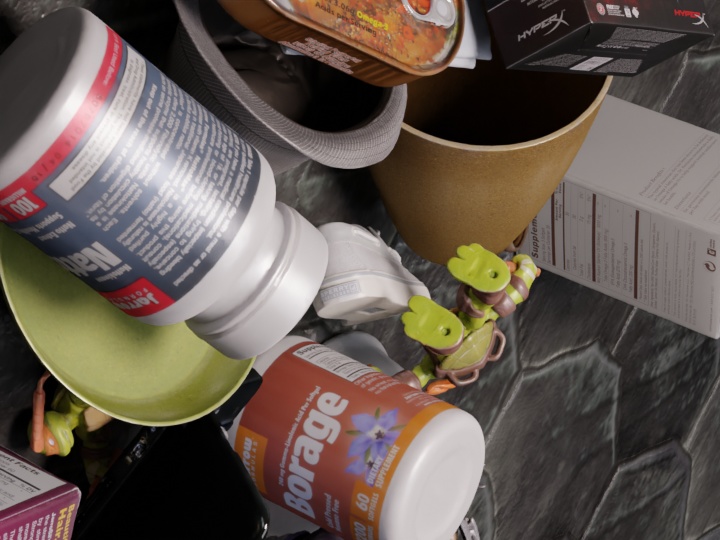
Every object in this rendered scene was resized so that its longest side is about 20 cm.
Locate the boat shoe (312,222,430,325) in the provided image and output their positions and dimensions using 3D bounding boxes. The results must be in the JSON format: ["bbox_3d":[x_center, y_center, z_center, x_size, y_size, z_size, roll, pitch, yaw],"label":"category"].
[{"bbox_3d":[0.000,0.000,1.542,0.200,0.072,0.069,9,67,-71],"label":"boat shoe"}]

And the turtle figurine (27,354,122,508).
[{"bbox_3d":[-0.151,0.074,1.337,0.161,0.064,0.200,-36,154,-21],"label":"turtle figurine"}]

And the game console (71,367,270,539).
[{"bbox_3d":[-0.119,0.175,1.326,0.200,0.116,0.176,-50,167,16],"label":"game console"}]

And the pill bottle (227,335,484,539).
[{"bbox_3d":[-0.025,0.113,1.440,0.112,0.199,0.113,-38,140,-41],"label":"pill bottle"}]

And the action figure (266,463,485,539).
[{"bbox_3d":[0.005,0.189,1.539,0.199,0.069,0.131,-30,101,-8],"label":"action figure"}]

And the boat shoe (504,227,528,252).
[{"bbox_3d":[0.132,-0.111,1.676,0.075,0.075,0.204,-7,116,-58],"label":"boat shoe"}]

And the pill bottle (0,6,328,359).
[{"bbox_3d":[-0.117,-0.040,1.171,0.200,0.119,0.120,39,74,-28],"label":"pill bottle"}]

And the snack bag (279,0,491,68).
[{"bbox_3d":[-0.001,-0.224,1.305,0.188,0.021,0.201,-4,79,-48],"label":"snack bag"}]

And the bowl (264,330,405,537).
[{"bbox_3d":[-0.001,0.155,1.630,0.201,0.090,0.202,-40,142,-41],"label":"bowl"}]

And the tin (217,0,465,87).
[{"bbox_3d":[-0.017,-0.176,1.225,0.199,0.042,0.113,20,66,-43],"label":"tin"}]

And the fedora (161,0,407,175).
[{"bbox_3d":[-0.063,-0.117,1.282,0.090,0.177,0.200,-41,-175,34],"label":"fedora"}]

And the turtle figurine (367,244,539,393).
[{"bbox_3d":[0.060,0.052,1.507,0.199,0.065,0.161,-34,165,-10],"label":"turtle figurine"}]

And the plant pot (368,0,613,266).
[{"bbox_3d":[0.077,-0.098,1.512,0.187,0.186,0.201,-49,160,-29],"label":"plant pot"}]

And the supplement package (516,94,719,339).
[{"bbox_3d":[0.241,-0.050,1.778,0.117,0.199,0.118,-44,144,-35],"label":"supplement package"}]

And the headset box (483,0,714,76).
[{"bbox_3d":[0.133,-0.233,1.376,0.148,0.077,0.201,-1,72,-50],"label":"headset box"}]

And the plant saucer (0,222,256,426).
[{"bbox_3d":[-0.138,-0.005,1.246,0.199,0.031,0.201,17,65,-39],"label":"plant saucer"}]

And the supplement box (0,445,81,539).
[{"bbox_3d":[-0.264,0.184,1.184,0.200,0.103,0.132,-18,125,-54],"label":"supplement box"}]
